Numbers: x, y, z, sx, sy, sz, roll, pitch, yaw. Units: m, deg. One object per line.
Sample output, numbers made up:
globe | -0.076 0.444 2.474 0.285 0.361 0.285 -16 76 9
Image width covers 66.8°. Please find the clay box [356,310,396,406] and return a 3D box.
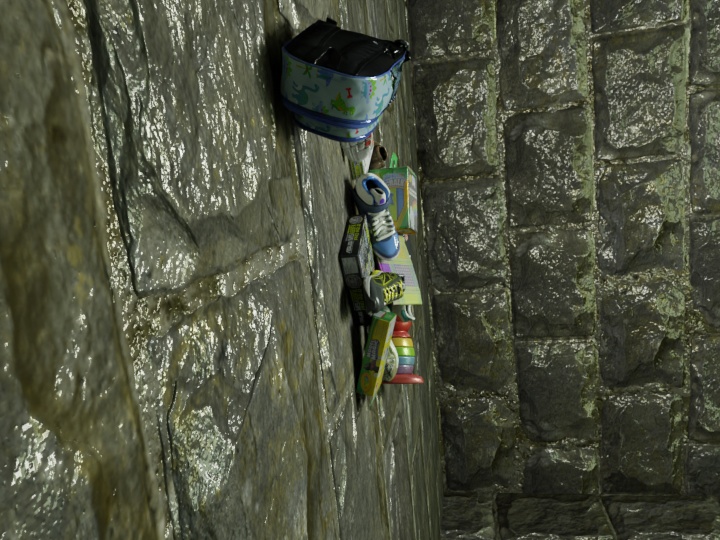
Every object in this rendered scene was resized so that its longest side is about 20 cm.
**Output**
clay box | 0.035 0.202 1.268 0.115 0.046 0.205 -18 122 -78

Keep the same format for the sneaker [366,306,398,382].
sneaker | 0.042 0.191 1.384 0.088 0.075 0.205 -25 106 -64

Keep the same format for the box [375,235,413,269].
box | 0.089 -0.009 1.545 0.200 0.048 0.165 -40 127 -54

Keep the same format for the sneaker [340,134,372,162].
sneaker | -0.013 -0.354 1.248 0.082 0.075 0.205 -79 163 -71

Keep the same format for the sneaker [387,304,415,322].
sneaker | 0.116 0.040 1.454 0.070 0.092 0.206 6 86 -58

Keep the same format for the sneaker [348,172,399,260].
sneaker | 0.042 -0.129 1.277 0.147 0.079 0.204 121 -53 -79

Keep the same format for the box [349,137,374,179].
box | 0.001 -0.329 1.392 0.202 0.034 0.112 -78 161 -53

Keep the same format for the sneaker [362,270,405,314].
sneaker | 0.056 0.038 1.208 0.200 0.082 0.076 -58 142 -70

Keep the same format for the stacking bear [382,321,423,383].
stacking bear | 0.104 0.213 1.532 0.121 0.111 0.206 155 -63 -63

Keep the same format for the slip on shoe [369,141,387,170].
slip on shoe | 0.049 -0.323 1.535 0.077 0.059 0.201 64 20 -15

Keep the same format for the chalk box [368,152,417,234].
chalk box | 0.080 -0.201 1.434 0.124 0.121 0.206 11 77 -73

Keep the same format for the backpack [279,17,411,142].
backpack | -0.034 -0.292 0.865 0.201 0.179 0.150 -60 166 -54

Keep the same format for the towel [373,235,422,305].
towel | 0.088 -0.006 1.382 0.142 0.023 0.204 3 63 -48

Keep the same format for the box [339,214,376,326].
box | 0.000 0.000 1.261 0.162 0.043 0.203 -80 163 -51
